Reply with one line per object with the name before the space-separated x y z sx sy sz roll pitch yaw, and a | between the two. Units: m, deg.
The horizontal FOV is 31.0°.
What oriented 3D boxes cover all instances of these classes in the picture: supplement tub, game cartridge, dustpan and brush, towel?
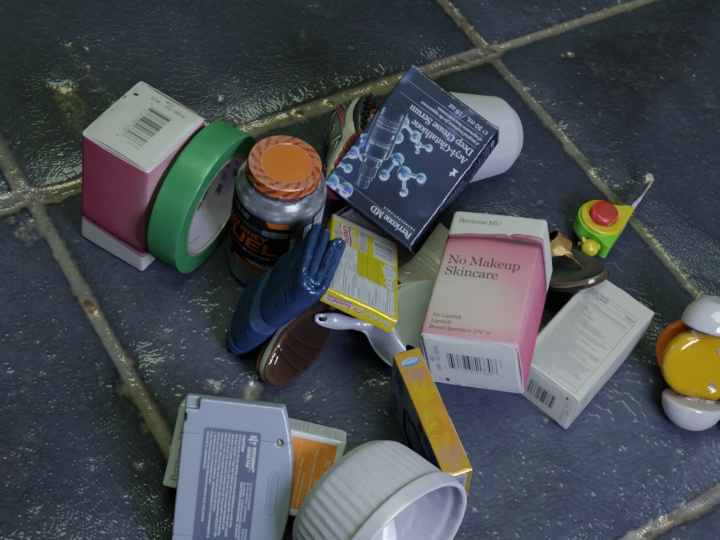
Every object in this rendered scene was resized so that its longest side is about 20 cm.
supplement tub | -0.111 -0.075 1.712 0.121 0.201 0.123 6 50 -7
game cartridge | -0.143 0.246 1.478 0.132 0.042 0.202 7 95 -5
dustpan and brush | 0.034 0.071 1.703 0.199 0.057 0.141 13 64 -34
towel | 0.062 -0.039 1.828 0.200 0.035 0.132 41 56 19
towel | -0.102 0.027 1.638 0.048 0.200 0.112 36 47 -18

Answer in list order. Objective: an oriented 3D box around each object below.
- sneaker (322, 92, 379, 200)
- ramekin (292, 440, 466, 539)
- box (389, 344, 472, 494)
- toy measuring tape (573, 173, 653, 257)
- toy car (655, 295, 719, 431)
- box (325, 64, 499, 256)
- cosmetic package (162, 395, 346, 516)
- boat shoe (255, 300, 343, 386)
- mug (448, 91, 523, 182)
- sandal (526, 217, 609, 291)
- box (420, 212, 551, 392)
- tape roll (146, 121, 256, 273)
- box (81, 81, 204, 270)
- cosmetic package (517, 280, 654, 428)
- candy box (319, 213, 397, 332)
sneaker | -0.022 -0.173 1.893 0.074 0.081 0.201 -12 38 28
ramekin | 0.015 0.286 1.463 0.199 0.201 0.105 -30 54 -30
box | 0.079 0.191 1.593 0.041 0.120 0.201 -17 56 -13
toy measuring tape | 0.365 -0.091 1.912 0.073 0.074 0.200 30 52 12
toy car | 0.490 0.122 1.733 0.198 0.177 0.150 11 14 -2
box | 0.072 -0.147 1.756 0.148 0.107 0.201 37 91 8
cosmetic package | -0.123 0.221 1.530 0.198 0.071 0.102 13 93 -1
boat shoe | -0.081 0.069 1.702 0.074 0.075 0.203 8 47 42
mug | 0.148 -0.210 1.917 0.152 0.150 0.188 -8 60 -28
sandal | 0.264 -0.032 1.810 0.081 0.055 0.200 -28 40 -14
box | 0.163 0.039 1.658 0.127 0.109 0.201 6 54 17
tape roll | -0.206 -0.096 1.708 0.048 0.201 0.201 27 51 11
box | -0.289 -0.122 1.711 0.108 0.201 0.128 30 52 12
cosmetic package | 0.295 0.105 1.739 0.105 0.071 0.200 37 54 19
candy box | 0.000 0.000 1.680 0.101 0.027 0.201 23 28 -11
